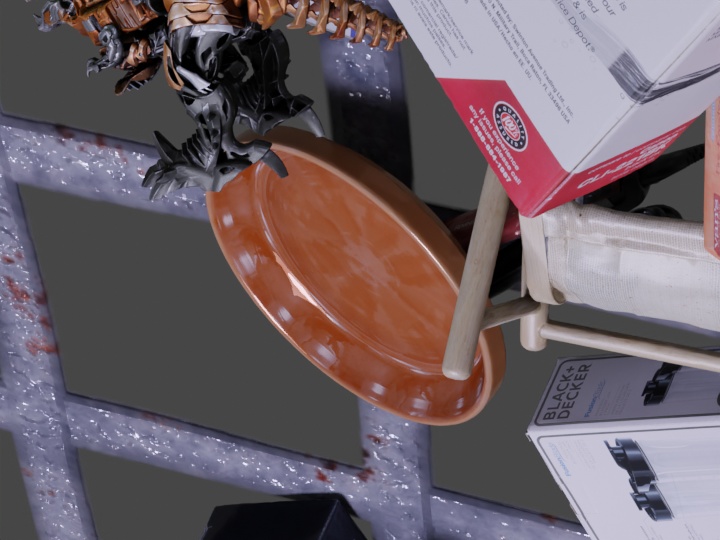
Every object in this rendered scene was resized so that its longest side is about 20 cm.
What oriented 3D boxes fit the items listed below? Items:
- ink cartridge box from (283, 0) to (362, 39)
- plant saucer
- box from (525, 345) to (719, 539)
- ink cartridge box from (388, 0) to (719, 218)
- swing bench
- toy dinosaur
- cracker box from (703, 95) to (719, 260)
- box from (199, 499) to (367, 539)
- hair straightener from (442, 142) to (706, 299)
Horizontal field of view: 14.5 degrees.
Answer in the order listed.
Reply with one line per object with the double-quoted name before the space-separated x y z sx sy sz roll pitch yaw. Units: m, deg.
"ink cartridge box" -0.082 -0.220 1.367 0.199 0.047 0.198 16 140 9
"plant saucer" 0.000 0.000 1.540 0.200 0.032 0.201 33 151 21
"box" 0.206 0.100 1.552 0.200 0.060 0.117 -7 131 35
"ink cartridge box" 0.100 -0.136 1.152 0.145 0.084 0.200 59 148 11
"swing bench" 0.162 -0.036 1.348 0.198 0.130 0.201 11 99 21
"toy dinosaur" -0.077 -0.115 1.382 0.200 0.102 0.136 20 131 45
"cracker box" 0.251 -0.072 1.220 0.199 0.058 0.134 -2 101 -5
"box" -0.033 0.265 1.805 0.104 0.148 0.200 -6 131 35
"hair straightener" 0.123 -0.020 1.489 0.200 0.041 0.077 -26 119 40
